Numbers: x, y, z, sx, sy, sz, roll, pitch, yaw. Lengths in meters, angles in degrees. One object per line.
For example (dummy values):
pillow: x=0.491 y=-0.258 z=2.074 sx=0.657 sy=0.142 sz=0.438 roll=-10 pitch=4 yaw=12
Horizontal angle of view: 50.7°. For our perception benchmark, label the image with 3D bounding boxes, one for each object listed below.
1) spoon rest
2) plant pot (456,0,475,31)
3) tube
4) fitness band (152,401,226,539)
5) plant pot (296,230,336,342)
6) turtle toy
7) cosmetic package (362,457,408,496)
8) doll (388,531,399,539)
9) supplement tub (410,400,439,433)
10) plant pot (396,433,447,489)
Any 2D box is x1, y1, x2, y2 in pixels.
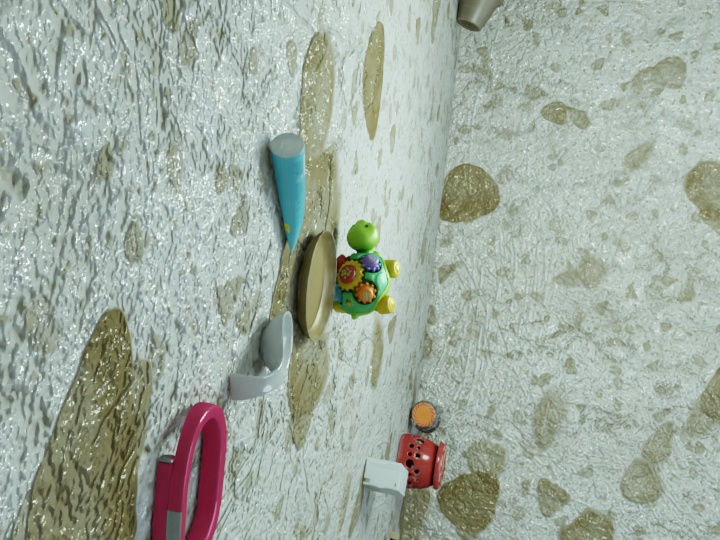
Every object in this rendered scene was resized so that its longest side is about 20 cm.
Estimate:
spoon rest: x=-0.130 y=0.131 z=1.126 sx=0.200 sy=0.059 sz=0.101 roll=-55 pitch=150 yaw=-65
plant pot: x=0.486 y=-1.104 z=3.171 sx=0.178 sy=0.197 sz=0.200 roll=-67 pitch=168 yaw=1
tube: x=-0.103 y=-0.117 z=1.162 sx=0.202 sy=0.049 sz=0.078 roll=89 pitch=17 yaw=-51
fitness band: x=-0.203 y=0.261 z=0.914 sx=0.144 sy=0.037 sz=0.205 roll=-15 pitch=112 yaw=-80
plant pot: x=-0.081 y=0.027 z=1.383 sx=0.200 sy=0.027 sz=0.205 roll=6 pitch=90 yaw=-78
turtle toy: x=0.000 y=0.000 z=1.541 sx=0.101 sy=0.143 sz=0.204 roll=34 pitch=61 yaw=-52
cosmetic package: x=0.077 y=0.616 z=2.259 sx=0.201 sy=0.110 sz=0.083 roll=73 pitch=27 yaw=-67
doll: x=0.109 y=1.065 z=2.803 sx=0.137 sy=0.047 sz=0.203 roll=-82 pitch=179 yaw=-57
supplement tub: x=0.270 y=0.607 z=3.151 sx=0.200 sy=0.120 sz=0.125 roll=57 pitch=42 yaw=-71
plant pot: x=0.234 y=0.744 z=2.922 sx=0.200 sy=0.179 sz=0.205 roll=9 pitch=90 yaw=-78
